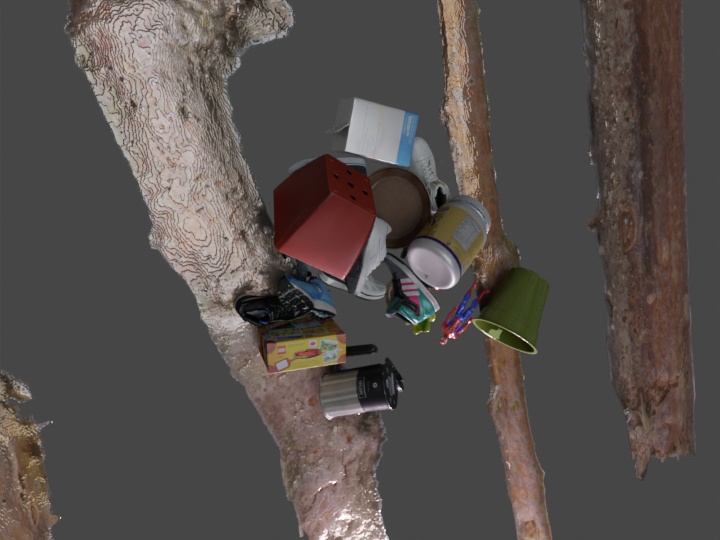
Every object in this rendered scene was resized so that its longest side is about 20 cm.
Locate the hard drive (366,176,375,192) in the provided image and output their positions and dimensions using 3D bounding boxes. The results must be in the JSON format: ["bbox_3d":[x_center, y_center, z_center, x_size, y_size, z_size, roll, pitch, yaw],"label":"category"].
[{"bbox_3d":[0.010,-0.139,1.520,0.128,0.027,0.206,1,102,-20],"label":"hard drive"}]

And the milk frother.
[{"bbox_3d":[0.011,0.310,1.577,0.183,0.185,0.201,-11,143,18],"label":"milk frother"}]

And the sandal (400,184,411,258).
[{"bbox_3d":[0.108,-0.135,1.541,0.055,0.080,0.207,-1,101,6],"label":"sandal"}]

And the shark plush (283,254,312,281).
[{"bbox_3d":[-0.158,-0.048,1.480,0.081,0.092,0.204,-3,126,1],"label":"shark plush"}]

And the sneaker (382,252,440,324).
[{"bbox_3d":[0.099,0.062,1.523,0.120,0.084,0.200,-41,78,-10],"label":"sneaker"}]

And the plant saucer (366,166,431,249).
[{"bbox_3d":[0.081,-0.158,1.479,0.194,0.037,0.207,1,100,5],"label":"plant saucer"}]

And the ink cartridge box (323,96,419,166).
[{"bbox_3d":[0.020,-0.335,1.421,0.195,0.128,0.129,10,98,-22],"label":"ink cartridge box"}]

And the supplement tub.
[{"bbox_3d":[0.219,-0.072,1.427,0.201,0.144,0.147,-49,116,-29],"label":"supplement tub"}]

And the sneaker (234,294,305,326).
[{"bbox_3d":[-0.208,0.104,1.451,0.194,0.112,0.075,0,104,-20],"label":"sneaker"}]

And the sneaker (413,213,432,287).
[{"bbox_3d":[0.162,-0.051,1.532,0.065,0.090,0.206,-6,74,-29],"label":"sneaker"}]

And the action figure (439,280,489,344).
[{"bbox_3d":[0.287,0.125,1.670,0.065,0.052,0.202,35,91,-2],"label":"action figure"}]

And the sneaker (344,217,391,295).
[{"bbox_3d":[0.023,-0.033,1.439,0.086,0.074,0.205,15,98,-37],"label":"sneaker"}]

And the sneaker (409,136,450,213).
[{"bbox_3d":[0.183,-0.243,1.512,0.072,0.115,0.205,-21,108,-11],"label":"sneaker"}]

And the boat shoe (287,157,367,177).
[{"bbox_3d":[-0.077,-0.227,1.427,0.194,0.072,0.070,-5,70,-15],"label":"boat shoe"}]

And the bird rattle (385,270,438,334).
[{"bbox_3d":[0.148,0.064,1.584,0.158,0.113,0.206,8,97,-5],"label":"bird rattle"}]

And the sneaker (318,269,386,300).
[{"bbox_3d":[0.000,0.000,1.503,0.196,0.076,0.117,18,116,-25],"label":"sneaker"}]

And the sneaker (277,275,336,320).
[{"bbox_3d":[-0.136,0.054,1.458,0.077,0.092,0.199,-20,148,26],"label":"sneaker"}]

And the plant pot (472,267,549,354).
[{"bbox_3d":[0.446,0.103,1.667,0.198,0.199,0.193,34,78,-23],"label":"plant pot"}]

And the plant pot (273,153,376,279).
[{"bbox_3d":[-0.071,-0.139,1.343,0.197,0.203,0.176,24,128,-31],"label":"plant pot"}]

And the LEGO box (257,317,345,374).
[{"bbox_3d":[-0.150,0.182,1.470,0.194,0.149,0.080,-5,105,-19],"label":"LEGO box"}]
